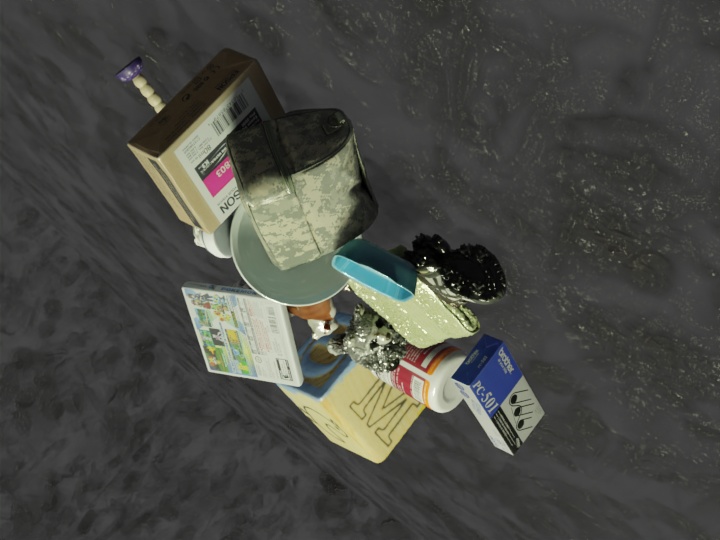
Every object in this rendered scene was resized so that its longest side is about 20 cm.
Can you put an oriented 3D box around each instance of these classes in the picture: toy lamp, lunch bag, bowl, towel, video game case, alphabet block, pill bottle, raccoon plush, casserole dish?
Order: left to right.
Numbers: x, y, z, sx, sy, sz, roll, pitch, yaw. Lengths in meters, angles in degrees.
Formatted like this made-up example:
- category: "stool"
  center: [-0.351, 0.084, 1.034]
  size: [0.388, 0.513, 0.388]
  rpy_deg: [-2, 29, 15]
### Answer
- category: "toy lamp"
  center: [-0.322, -0.258, 1.598]
  size: [0.200, 0.058, 0.058]
  rpy_deg: [50, 159, -20]
- category: "video game case"
  center: [-0.197, 0.109, 1.633]
  size: [0.182, 0.022, 0.200]
  rpy_deg: [7, 132, 20]
- category: "bowl"
  center: [-0.104, -0.046, 1.466]
  size: [0.201, 0.201, 0.090]
  rpy_deg: [44, 169, -11]
- category: "lunch bag"
  center: [-0.070, -0.114, 1.292]
  size: [0.200, 0.168, 0.139]
  rpy_deg: [71, 180, -53]
- category: "raccoon plush"
  center: [-0.018, 0.117, 1.593]
  size: [0.200, 0.097, 0.134]
  rpy_deg: [-19, 148, 37]
- category: "alphabet block"
  center: [-0.009, 0.223, 1.882]
  size: [0.200, 0.196, 0.195]
  rpy_deg: [50, 161, -26]
- category: "casserole dish"
  center: [0.022, -0.002, 1.331]
  size: [0.121, 0.039, 0.200]
  rpy_deg: [27, 173, -1]
- category: "towel"
  center: [0.075, 0.045, 1.483]
  size: [0.200, 0.036, 0.148]
  rpy_deg: [43, 142, -21]
- category: "pill bottle"
  center: [0.088, 0.155, 1.665]
  size: [0.200, 0.113, 0.113]
  rpy_deg: [27, 157, 37]

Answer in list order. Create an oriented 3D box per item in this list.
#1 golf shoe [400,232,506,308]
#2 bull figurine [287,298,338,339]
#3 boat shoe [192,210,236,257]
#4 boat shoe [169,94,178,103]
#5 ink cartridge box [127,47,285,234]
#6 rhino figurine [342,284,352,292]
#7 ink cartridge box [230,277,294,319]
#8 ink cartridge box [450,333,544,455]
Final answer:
- category: "golf shoe"
  center: [0.142, 0.011, 1.307]
  size: [0.094, 0.078, 0.200]
  rpy_deg: [50, 170, -33]
- category: "bull figurine"
  center: [-0.096, 0.041, 1.607]
  size: [0.121, 0.065, 0.200]
  rpy_deg: [6, 143, 3]
- category: "boat shoe"
  center: [-0.220, -0.055, 1.455]
  size: [0.200, 0.065, 0.074]
  rpy_deg: [-30, -65, -84]
- category: "boat shoe"
  center: [-0.241, -0.224, 1.515]
  size: [0.074, 0.068, 0.199]
  rpy_deg: [50, -175, -46]
- category: "ink cartridge box"
  center: [-0.197, -0.177, 1.328]
  size: [0.075, 0.200, 0.165]
  rpy_deg: [26, 158, 37]
- category: "rhino figurine"
  center: [0.000, 0.000, 1.568]
  size: [0.200, 0.060, 0.087]
  rpy_deg: [36, 151, 3]
- category: "ink cartridge box"
  center: [-0.176, 0.052, 1.744]
  size: [0.084, 0.200, 0.145]
  rpy_deg: [47, -170, -19]
- category: "ink cartridge box"
  center: [0.222, 0.201, 1.537]
  size: [0.044, 0.094, 0.200]
  rpy_deg: [21, 153, 46]
